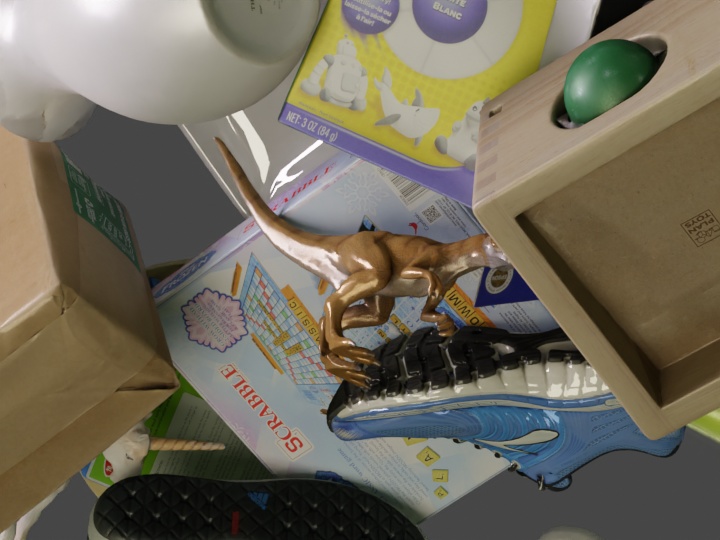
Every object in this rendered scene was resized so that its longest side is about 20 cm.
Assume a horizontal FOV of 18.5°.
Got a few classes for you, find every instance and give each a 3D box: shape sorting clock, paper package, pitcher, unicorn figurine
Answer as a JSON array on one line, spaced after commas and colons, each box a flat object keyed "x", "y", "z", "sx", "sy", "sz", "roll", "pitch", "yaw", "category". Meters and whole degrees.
[{"x": -0.086, "y": 0.085, "z": 1.325, "sx": 0.199, "sy": 0.039, "sz": 0.201, "roll": 3, "pitch": 116, "yaw": 7, "category": "shape sorting clock"}, {"x": -0.211, "y": 0.039, "z": 1.225, "sx": 0.190, "sy": 0.200, "sz": 0.104, "roll": -38, "pitch": 124, "yaw": 9, "category": "paper package"}, {"x": -0.117, "y": -0.159, "z": 1.148, "sx": 0.199, "sy": 0.121, "sz": 0.173, "roll": -3, "pitch": 96, "yaw": 49, "category": "pitcher"}, {"x": -0.195, "y": 0.109, "z": 1.301, "sx": 0.200, "sy": 0.074, "sz": 0.138, "roll": 36, "pitch": 110, "yaw": 30, "category": "unicorn figurine"}]

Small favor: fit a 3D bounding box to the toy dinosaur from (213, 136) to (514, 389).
[{"x": 0.000, "y": 0.000, "z": 1.157, "sx": 0.199, "sy": 0.107, "sz": 0.060, "roll": 9, "pitch": 158, "yaw": 29, "category": "toy dinosaur"}]

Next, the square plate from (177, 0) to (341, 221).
[{"x": -0.042, "y": -0.152, "z": 1.212, "sx": 0.199, "sy": 0.028, "sz": 0.199, "roll": -31, "pitch": 98, "yaw": 29, "category": "square plate"}]

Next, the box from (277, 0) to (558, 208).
[{"x": 0.049, "y": -0.145, "z": 1.131, "sx": 0.117, "sy": 0.048, "sz": 0.201, "roll": 23, "pitch": 95, "yaw": 0, "category": "box"}]

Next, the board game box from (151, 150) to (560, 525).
[{"x": 0.011, "y": 0.040, "z": 1.243, "sx": 0.199, "sy": 0.041, "sz": 0.200, "roll": -34, "pitch": 106, "yaw": 23, "category": "board game box"}]

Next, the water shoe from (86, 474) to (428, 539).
[{"x": -0.055, "y": 0.163, "z": 1.261, "sx": 0.199, "sy": 0.072, "sz": 0.079, "roll": 10, "pitch": 139, "yaw": 1, "category": "water shoe"}]

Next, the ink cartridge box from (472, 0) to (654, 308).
[{"x": 0.125, "y": -0.067, "z": 1.142, "sx": 0.037, "sy": 0.094, "sz": 0.201, "roll": 40, "pitch": 124, "yaw": 42, "category": "ink cartridge box"}]

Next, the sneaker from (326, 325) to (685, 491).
[{"x": 0.080, "y": 0.081, "z": 1.184, "sx": 0.199, "sy": 0.079, "sz": 0.090, "roll": -3, "pitch": 113, "yaw": 10, "category": "sneaker"}]

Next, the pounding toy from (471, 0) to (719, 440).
[{"x": 0.160, "y": -0.067, "z": 1.048, "sx": 0.184, "sy": 0.142, "sz": 0.200, "roll": -30, "pitch": 114, "yaw": 22, "category": "pounding toy"}]

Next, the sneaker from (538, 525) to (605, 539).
[{"x": 0.136, "y": 0.250, "z": 1.290, "sx": 0.072, "sy": 0.085, "sz": 0.201, "roll": -6, "pitch": 108, "yaw": 25, "category": "sneaker"}]
